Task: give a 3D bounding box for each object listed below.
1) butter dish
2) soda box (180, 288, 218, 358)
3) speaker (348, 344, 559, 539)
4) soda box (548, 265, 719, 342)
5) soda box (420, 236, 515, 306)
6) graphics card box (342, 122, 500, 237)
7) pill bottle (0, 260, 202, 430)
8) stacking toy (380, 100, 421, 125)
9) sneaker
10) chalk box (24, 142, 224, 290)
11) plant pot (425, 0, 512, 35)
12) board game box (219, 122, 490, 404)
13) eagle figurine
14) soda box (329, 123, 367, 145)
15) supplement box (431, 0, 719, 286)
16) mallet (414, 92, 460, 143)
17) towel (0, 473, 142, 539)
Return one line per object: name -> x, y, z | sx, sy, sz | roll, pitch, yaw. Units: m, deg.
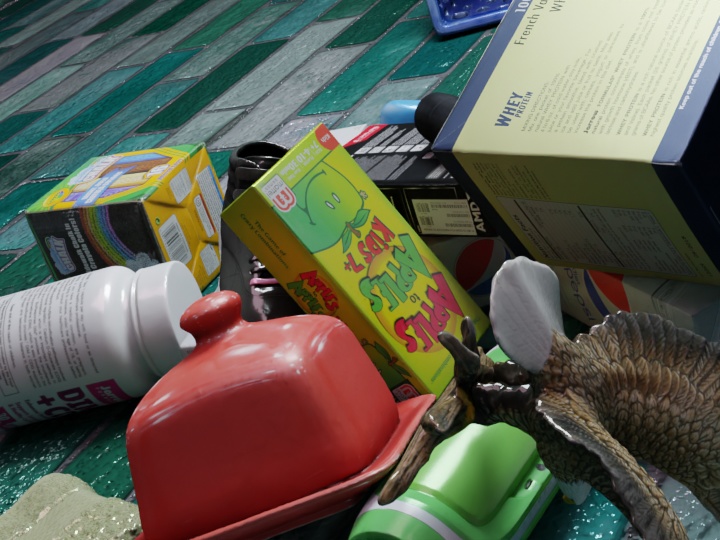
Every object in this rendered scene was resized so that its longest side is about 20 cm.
butter dish -> -0.071, 0.085, 0.828 | 0.198, 0.149, 0.199 | -23, 2, 15
soda box -> -0.078, 0.031, 1.074 | 0.067, 0.064, 0.201 | -7, 29, 21
speaker -> 0.073, 0.122, 0.778 | 0.088, 0.089, 0.200 | 1, 31, 37
soda box -> 0.208, 0.014, 0.921 | 0.068, 0.064, 0.200 | -27, 25, -14
soda box -> 0.122, -0.026, 1.045 | 0.198, 0.069, 0.064 | -21, 24, -3
graphics card box -> 0.056, -0.077, 1.035 | 0.198, 0.051, 0.125 | 0, 29, 40
pill bottle -> -0.237, 0.062, 1.099 | 0.198, 0.114, 0.114 | -15, 25, 12
stacking toy -> 0.085, -0.129, 1.284 | 0.114, 0.111, 0.200 | 1, 17, 8
sneaker -> -0.074, -0.027, 0.986 | 0.070, 0.100, 0.201 | 1, 37, -14
chalk box -> -0.244, -0.040, 1.300 | 0.198, 0.126, 0.124 | -2, 30, 32
plant pot -> 0.178, -0.454, 1.759 | 0.198, 0.202, 0.180 | -13, 18, 14
board game box -> 0.000, 0.000, 0.943 | 0.048, 0.200, 0.102 | -35, 9, 43
eagle figurine -> 0.134, 0.094, 0.683 | 0.198, 0.153, 0.151 | 20, -3, 21
soda box -> -0.042, -0.075, 1.293 | 0.067, 0.064, 0.200 | -8, 28, 24
supplement box -> 0.193, -0.114, 0.875 | 0.198, 0.134, 0.201 | 8, 61, 45
mallet -> 0.134, -0.141, 1.018 | 0.198, 0.042, 0.066 | -24, 26, -25
towel -> -0.240, 0.217, 0.877 | 0.147, 0.037, 0.200 | 8, 37, 44
